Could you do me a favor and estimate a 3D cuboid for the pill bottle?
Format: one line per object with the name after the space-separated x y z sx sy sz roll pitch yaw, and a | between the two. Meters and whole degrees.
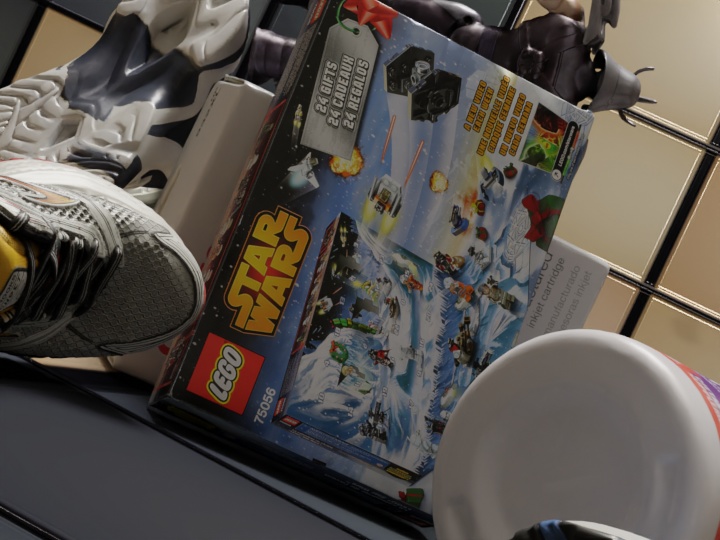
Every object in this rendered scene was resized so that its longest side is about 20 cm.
0.123 0.098 0.686 0.111 0.112 0.200 26 1 37 | pill bottle

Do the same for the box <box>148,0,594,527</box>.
0.008 -0.007 0.770 0.136 0.201 0.040 26 -18 -15 | box

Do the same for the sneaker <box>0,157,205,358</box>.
-0.134 0.001 0.632 0.199 0.078 0.082 12 14 -44 | sneaker

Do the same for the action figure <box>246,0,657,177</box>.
0.048 -0.107 0.866 0.198 0.131 0.069 13 -9 9 | action figure

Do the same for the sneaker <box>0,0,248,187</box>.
-0.135 -0.061 0.912 0.079 0.200 0.130 33 -20 11 | sneaker

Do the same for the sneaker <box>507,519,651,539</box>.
0.128 0.123 0.480 0.199 0.076 0.077 28 6 35 | sneaker

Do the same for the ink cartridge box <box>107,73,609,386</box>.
-0.005 0.015 0.846 0.199 0.146 0.084 26 1 -14 | ink cartridge box

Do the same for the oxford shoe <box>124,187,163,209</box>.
-0.164 -0.056 0.997 0.199 0.058 0.075 -8 9 -41 | oxford shoe
